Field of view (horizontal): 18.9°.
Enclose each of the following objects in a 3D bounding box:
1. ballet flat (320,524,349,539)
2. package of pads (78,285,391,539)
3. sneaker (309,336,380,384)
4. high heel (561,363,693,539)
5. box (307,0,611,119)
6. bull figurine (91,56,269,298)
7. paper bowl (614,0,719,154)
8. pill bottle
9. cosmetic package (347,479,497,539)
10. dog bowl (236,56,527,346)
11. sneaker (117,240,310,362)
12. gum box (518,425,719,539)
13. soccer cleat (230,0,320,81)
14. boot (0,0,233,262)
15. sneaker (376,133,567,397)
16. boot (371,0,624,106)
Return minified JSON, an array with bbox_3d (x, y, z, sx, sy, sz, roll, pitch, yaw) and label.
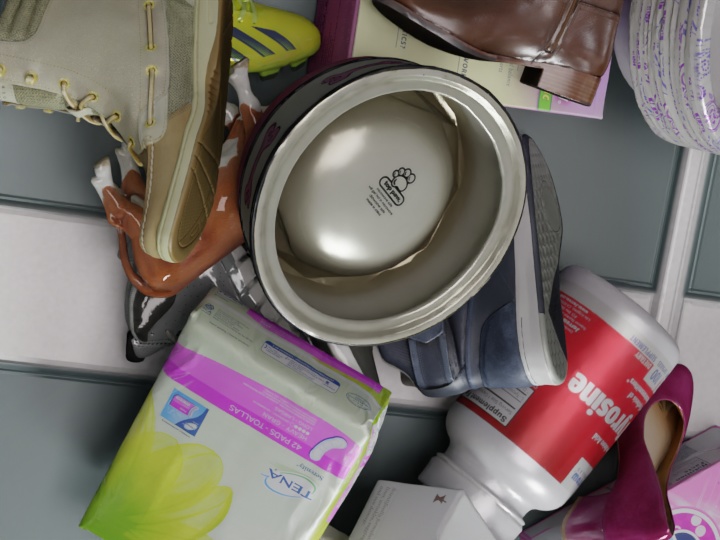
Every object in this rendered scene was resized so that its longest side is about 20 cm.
[{"bbox_3d":[-0.015,0.231,1.610,0.200,0.067,0.067,34,110,-19],"label":"ballet flat"},{"bbox_3d":[-0.084,0.133,1.505,0.154,0.068,0.200,31,116,1],"label":"package of pads"},{"bbox_3d":[0.000,0.000,1.543,0.099,0.071,0.200,-20,78,-12],"label":"sneaker"},{"bbox_3d":[0.230,0.137,1.629,0.200,0.096,0.067,-46,115,-40],"label":"high heel"},{"bbox_3d":[0.080,-0.211,1.549,0.200,0.097,0.176,6,98,-19],"label":"box"},{"bbox_3d":[-0.087,-0.068,1.478,0.200,0.065,0.121,-37,103,-11],"label":"bull figurine"},{"bbox_3d":[0.261,-0.188,1.588,0.201,0.104,0.201,-21,118,-44],"label":"paper bowl"},{"bbox_3d":[0.137,0.104,1.619,0.112,0.112,0.200,41,86,-21],"label":"pill bottle"},{"bbox_3d":[0.063,0.256,1.588,0.200,0.081,0.113,57,50,-37],"label":"cosmetic package"},{"bbox_3d":[0.006,-0.054,1.441,0.200,0.074,0.200,-12,119,-21],"label":"dog bowl"},{"bbox_3d":[-0.107,0.051,1.553,0.115,0.075,0.200,-33,99,-6],"label":"sneaker"},{"bbox_3d":[0.239,0.216,1.699,0.200,0.066,0.114,-27,107,-13],"label":"gum box"},{"bbox_3d":[-0.121,-0.177,1.500,0.200,0.065,0.084,1,108,-18],"label":"soccer cleat"},{"bbox_3d":[-0.168,-0.102,1.403,0.154,0.072,0.200,4,68,5],"label":"boot"},{"bbox_3d":[0.074,-0.001,1.596,0.077,0.146,0.203,47,39,-52],"label":"sneaker"},{"bbox_3d":[0.118,-0.233,1.474,0.186,0.064,0.200,19,94,-28],"label":"boot"}]
